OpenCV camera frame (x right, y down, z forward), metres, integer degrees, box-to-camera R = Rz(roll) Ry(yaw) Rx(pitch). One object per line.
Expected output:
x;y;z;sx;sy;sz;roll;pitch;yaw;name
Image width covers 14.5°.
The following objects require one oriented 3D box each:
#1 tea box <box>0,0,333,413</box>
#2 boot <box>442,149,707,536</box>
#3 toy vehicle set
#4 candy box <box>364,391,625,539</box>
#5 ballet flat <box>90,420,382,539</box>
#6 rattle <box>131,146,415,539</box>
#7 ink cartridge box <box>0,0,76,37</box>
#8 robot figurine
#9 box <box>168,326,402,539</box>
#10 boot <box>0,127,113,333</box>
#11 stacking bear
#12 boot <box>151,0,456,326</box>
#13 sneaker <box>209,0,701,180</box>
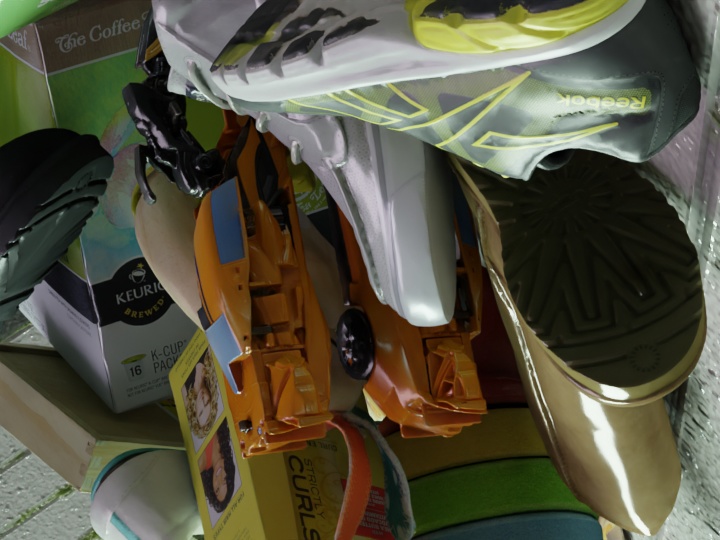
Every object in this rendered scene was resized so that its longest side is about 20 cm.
-0.111;-0.071;1.361;0.200;0.133;0.198;38;143;58;tea box
0.095;0.036;1.078;0.201;0.066;0.176;70;178;-47;boot
-0.078;0.076;1.365;0.199;0.027;0.124;8;-165;-37;toy vehicle set
0.050;0.071;1.390;0.200;0.055;0.116;48;165;37;candy box
-0.031;0.112;1.272;0.069;0.199;0.070;1;92;47;ballet flat
0.000;0.000;1.171;0.130;0.143;0.200;46;-171;-45;rattle
-0.134;-0.206;1.120;0.146;0.084;0.200;54;140;7;ink cartridge box
-0.014;-0.031;1.116;0.058;0.144;0.201;-32;66;58;robot figurine
-0.025;0.107;1.188;0.050;0.075;0.201;-56;33;34;box
-0.216;-0.036;1.260;0.163;0.073;0.198;47;123;10;boot
0.052;0.091;1.236;0.121;0.113;0.201;19;-124;-56;stacking bear
-0.023;-0.072;1.059;0.074;0.095;0.201;-54;-46;-74;boot
0.028;-0.063;0.942;0.199;0.075;0.085;-1;133;50;sneaker
